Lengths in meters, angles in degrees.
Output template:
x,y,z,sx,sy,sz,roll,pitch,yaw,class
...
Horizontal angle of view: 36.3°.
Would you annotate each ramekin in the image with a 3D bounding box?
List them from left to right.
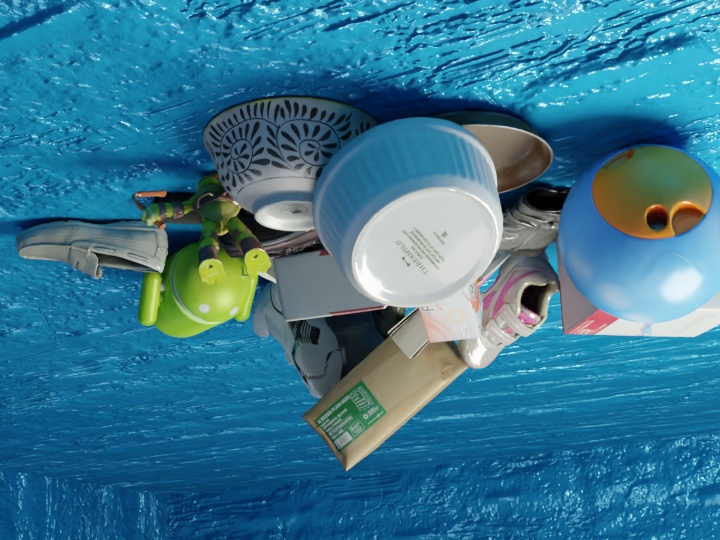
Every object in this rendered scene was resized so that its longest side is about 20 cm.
x,y,z,sx,sy,sz,roll,pitch,yaw,class
0.056,-0.051,1.139,0.201,0.095,0.203,-9,132,-10,ramekin

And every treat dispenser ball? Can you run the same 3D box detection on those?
x,y,z,sx,sy,sz,roll,pitch,yaw,class
0.324,-0.042,1.241,0.199,0.203,0.201,-1,161,0,treat dispenser ball

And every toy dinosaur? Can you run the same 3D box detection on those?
x,y,z,sx,sy,sz,roll,pitch,yaw,class
0.041,0.046,1.587,0.076,0.103,0.201,13,121,-20,toy dinosaur

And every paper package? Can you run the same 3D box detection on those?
x,y,z,sx,sy,sz,roll,pitch,yaw,class
0.040,0.169,1.568,0.200,0.104,0.190,-42,171,14,paper package

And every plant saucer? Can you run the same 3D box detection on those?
x,y,z,sx,sy,sz,roll,pitch,yaw,class
0.115,-0.131,1.229,0.198,0.032,0.200,-1,161,0,plant saucer

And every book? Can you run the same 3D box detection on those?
x,y,z,sx,sy,sz,roll,pitch,yaw,class
0.128,0.034,1.482,0.134,0.048,0.200,-45,174,25,book

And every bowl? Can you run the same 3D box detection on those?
x,y,z,sx,sy,sz,roll,pitch,yaw,class
-0.072,-0.102,1.201,0.199,0.095,0.201,-2,161,-1,bowl

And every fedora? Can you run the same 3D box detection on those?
x,y,z,sx,sy,sz,roll,pitch,yaw,class
0.000,0.088,1.720,0.198,0.178,0.091,2,133,7,fedora

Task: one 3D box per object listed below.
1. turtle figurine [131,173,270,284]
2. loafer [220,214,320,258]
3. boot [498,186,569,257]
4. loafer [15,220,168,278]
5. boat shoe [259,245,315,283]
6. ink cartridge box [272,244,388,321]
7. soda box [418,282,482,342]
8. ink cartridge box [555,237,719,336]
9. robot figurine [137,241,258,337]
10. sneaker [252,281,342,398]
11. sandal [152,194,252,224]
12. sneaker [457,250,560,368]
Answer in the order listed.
x,y,z,sx,sy,sz,roll,pitch,yaw,class
-0.153,-0.062,1.265,0.198,0.162,0.065,-2,134,-24,turtle figurine
-0.069,-0.045,1.333,0.198,0.072,0.063,-18,126,3,loafer
0.181,-0.067,1.389,0.198,0.070,0.132,-6,161,-23,boot
-0.353,-0.025,1.441,0.198,0.070,0.070,-2,162,0,loafer
-0.080,-0.004,1.525,0.060,0.073,0.201,-8,157,32,boat shoe
0.000,0.000,1.405,0.144,0.084,0.200,-9,-175,25,ink cartridge box
0.092,-0.008,1.296,0.068,0.064,0.201,-8,129,17,soda box
0.381,0.002,1.461,0.198,0.147,0.145,2,161,-10,ink cartridge box
-0.229,0.026,1.526,0.174,0.117,0.199,2,165,-36,robot figurine
-0.099,0.099,1.662,0.075,0.201,0.115,-20,180,-32,sneaker
-0.162,-0.061,1.384,0.199,0.048,0.075,0,161,-6,sandal
0.209,0.060,1.551,0.081,0.088,0.201,22,108,-28,sneaker
